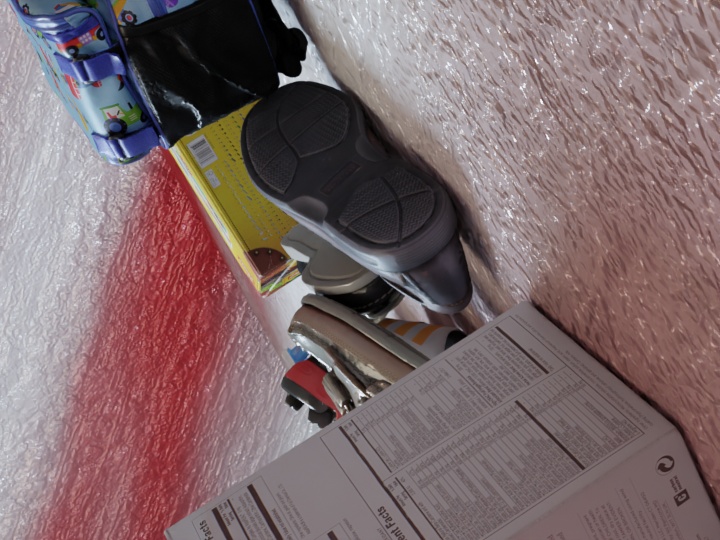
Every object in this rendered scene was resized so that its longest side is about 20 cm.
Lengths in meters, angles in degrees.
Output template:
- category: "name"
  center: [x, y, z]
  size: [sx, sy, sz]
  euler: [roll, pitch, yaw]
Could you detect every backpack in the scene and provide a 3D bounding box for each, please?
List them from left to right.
- category: "backpack"
  center: [-0.137, -0.185, 0.862]
  size: [0.183, 0.134, 0.201]
  euler: [51, 168, 41]

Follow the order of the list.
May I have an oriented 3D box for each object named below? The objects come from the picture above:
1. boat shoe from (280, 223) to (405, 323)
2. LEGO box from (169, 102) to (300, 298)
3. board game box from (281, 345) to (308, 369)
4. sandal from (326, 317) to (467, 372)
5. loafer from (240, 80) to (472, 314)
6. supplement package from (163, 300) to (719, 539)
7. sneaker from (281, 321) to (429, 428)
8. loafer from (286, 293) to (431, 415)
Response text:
- category: "boat shoe"
  center: [0.000, 0.000, 0.944]
  size: [0.060, 0.074, 0.200]
  euler: [53, 171, -13]
- category: "LEGO box"
  center: [-0.100, -0.088, 1.269]
  size: [0.201, 0.077, 0.149]
  euler: [58, 174, 4]
- category: "board game box"
  center: [0.045, 0.148, 1.213]
  size: [0.200, 0.026, 0.200]
  euler: [32, -163, -53]
- category: "sandal"
  center: [0.058, 0.073, 0.943]
  size: [0.206, 0.059, 0.080]
  euler: [23, 143, 42]
- category: "loafer"
  center: [-0.004, -0.037, 0.836]
  size: [0.063, 0.072, 0.200]
  euler: [57, 173, -36]
- category: "supplement package"
  center: [0.047, 0.147, 0.697]
  size: [0.152, 0.199, 0.151]
  euler: [62, 172, -26]
- category: "sneaker"
  center: [0.043, 0.093, 1.072]
  size: [0.200, 0.098, 0.071]
  euler: [35, 175, -30]
- category: "loafer"
  center: [0.033, 0.082, 0.840]
  size: [0.199, 0.063, 0.072]
  euler: [31, 171, 24]
